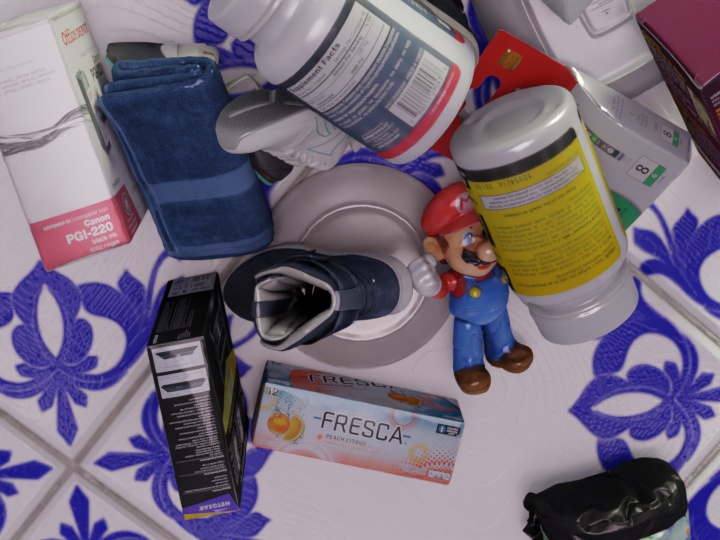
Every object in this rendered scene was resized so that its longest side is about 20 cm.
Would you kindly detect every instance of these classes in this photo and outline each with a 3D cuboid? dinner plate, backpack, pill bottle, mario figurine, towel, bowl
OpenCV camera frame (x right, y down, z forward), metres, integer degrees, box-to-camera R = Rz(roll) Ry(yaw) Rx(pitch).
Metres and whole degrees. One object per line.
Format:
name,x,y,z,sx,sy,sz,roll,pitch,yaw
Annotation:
dinner plate,0.000,0.000,1.305,0.197,0.024,0.203,-1,106,-2
backpack,0.255,0.302,1.345,0.164,0.127,0.203,-13,109,-2
pill bottle,-0.017,-0.185,1.104,0.199,0.120,0.120,32,102,-23
pill bottle,0.162,-0.045,1.181,0.113,0.115,0.202,-24,114,4
mario figurine,0.112,0.015,1.260,0.105,0.124,0.203,-2,117,26
towel,-0.148,-0.092,1.212,0.110,0.049,0.202,-4,131,15
bowl,0.209,-0.240,1.223,0.198,0.075,0.202,-27,105,4

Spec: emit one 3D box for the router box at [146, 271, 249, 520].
router box,-0.142,0.106,1.236,0.051,0.200,0.160,-10,105,1

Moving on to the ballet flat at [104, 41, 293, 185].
ballet flat,-0.132,-0.158,1.233,0.199,0.073,0.073,37,101,-17

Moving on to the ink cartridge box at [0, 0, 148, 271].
ink cartridge box,-0.258,-0.122,1.196,0.084,0.146,0.203,-18,106,4

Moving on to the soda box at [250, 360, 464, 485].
soda box,-0.004,0.145,1.323,0.197,0.064,0.069,12,104,-7

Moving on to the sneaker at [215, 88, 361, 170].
sneaker,-0.048,-0.120,1.195,0.070,0.199,0.081,19,117,32

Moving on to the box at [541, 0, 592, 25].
box,0.142,-0.325,1.136,0.124,0.097,0.200,-44,75,2

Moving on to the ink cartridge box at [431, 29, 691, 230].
ink cartridge box,0.168,-0.104,1.230,0.198,0.051,0.161,26,137,-12

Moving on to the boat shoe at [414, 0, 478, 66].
boat shoe,0.029,-0.248,1.168,0.198,0.067,0.074,35,130,-26

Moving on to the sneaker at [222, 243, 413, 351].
sneaker,-0.074,0.022,1.212,0.200,0.145,0.078,-4,97,36

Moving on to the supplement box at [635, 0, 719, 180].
supplement box,0.325,-0.151,1.188,0.085,0.111,0.200,-34,137,6
